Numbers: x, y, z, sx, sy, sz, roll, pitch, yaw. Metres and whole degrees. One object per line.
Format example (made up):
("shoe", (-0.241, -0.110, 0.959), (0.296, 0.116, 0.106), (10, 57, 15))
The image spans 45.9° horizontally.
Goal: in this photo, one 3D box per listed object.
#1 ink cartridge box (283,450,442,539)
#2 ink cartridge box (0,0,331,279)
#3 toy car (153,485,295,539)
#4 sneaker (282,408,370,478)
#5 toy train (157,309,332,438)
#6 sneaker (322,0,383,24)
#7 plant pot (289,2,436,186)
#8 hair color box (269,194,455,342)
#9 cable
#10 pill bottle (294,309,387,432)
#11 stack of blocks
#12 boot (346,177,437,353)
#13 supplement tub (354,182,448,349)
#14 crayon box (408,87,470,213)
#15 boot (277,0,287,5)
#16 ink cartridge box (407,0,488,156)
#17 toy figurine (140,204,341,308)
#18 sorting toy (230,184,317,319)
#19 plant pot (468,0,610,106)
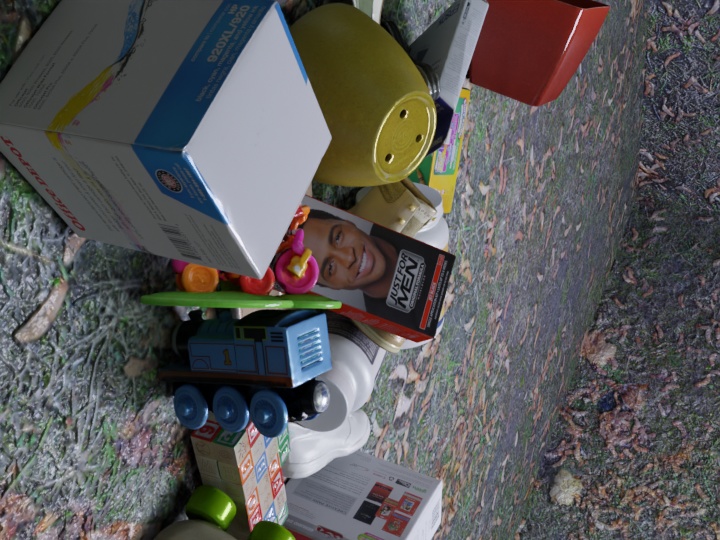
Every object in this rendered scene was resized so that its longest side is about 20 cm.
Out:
("ink cartridge box", (-0.010, 0.344, 1.175), (0.175, 0.196, 0.086), (-43, 140, -49))
("ink cartridge box", (-0.151, -0.109, 0.655), (0.147, 0.196, 0.148), (-65, 152, -26))
("toy car", (-0.177, 0.375, 0.963), (0.166, 0.156, 0.201), (-60, 177, -39))
("sneaker", (-0.047, 0.215, 1.195), (0.199, 0.074, 0.091), (-20, 109, -59))
("toy train", (-0.116, 0.097, 0.850), (0.086, 0.196, 0.117), (-14, 100, -55))
("sneaker", (-0.017, -0.281, 1.024), (0.089, 0.067, 0.204), (-31, 136, -37))
("plant pot", (0.002, -0.174, 0.947), (0.198, 0.141, 0.203), (-32, 139, -33))
("hair color box", (0.000, 0.000, 0.960), (0.061, 0.196, 0.104), (150, -42, -72))
("cable", (0.048, -0.252, 1.065), (0.049, 0.203, 0.098), (-8, 151, -22))
("pill bottle", (-0.027, 0.111, 1.079), (0.201, 0.108, 0.113), (-60, 154, -59))
("stack of blocks", (-0.133, 0.238, 1.017), (0.116, 0.057, 0.204), (-55, 148, -50))
("boot", (0.038, -0.017, 1.048), (0.155, 0.202, 0.072), (-41, 146, 18))
("supplement tub", (0.052, -0.009, 1.196), (0.144, 0.142, 0.204), (-39, 136, -52))
("crayon box", (0.113, -0.191, 1.335), (0.118, 0.057, 0.205), (-13, 113, -63))
("boot", (-0.083, -0.318, 0.794), (0.132, 0.069, 0.202), (-53, 164, -42))
("ink cartridge box", (0.086, -0.242, 1.140), (0.199, 0.040, 0.204), (-21, -130, 69))
("toy figurine", (-0.109, -0.059, 0.825), (0.150, 0.195, 0.189), (179, -86, -72))
("sorting toy", (-0.106, 0.008, 1.008), (0.200, 0.036, 0.189), (-48, 143, -53))
("plant pot", (0.293, -0.396, 1.475), (0.199, 0.197, 0.180), (-30, 140, -56))
